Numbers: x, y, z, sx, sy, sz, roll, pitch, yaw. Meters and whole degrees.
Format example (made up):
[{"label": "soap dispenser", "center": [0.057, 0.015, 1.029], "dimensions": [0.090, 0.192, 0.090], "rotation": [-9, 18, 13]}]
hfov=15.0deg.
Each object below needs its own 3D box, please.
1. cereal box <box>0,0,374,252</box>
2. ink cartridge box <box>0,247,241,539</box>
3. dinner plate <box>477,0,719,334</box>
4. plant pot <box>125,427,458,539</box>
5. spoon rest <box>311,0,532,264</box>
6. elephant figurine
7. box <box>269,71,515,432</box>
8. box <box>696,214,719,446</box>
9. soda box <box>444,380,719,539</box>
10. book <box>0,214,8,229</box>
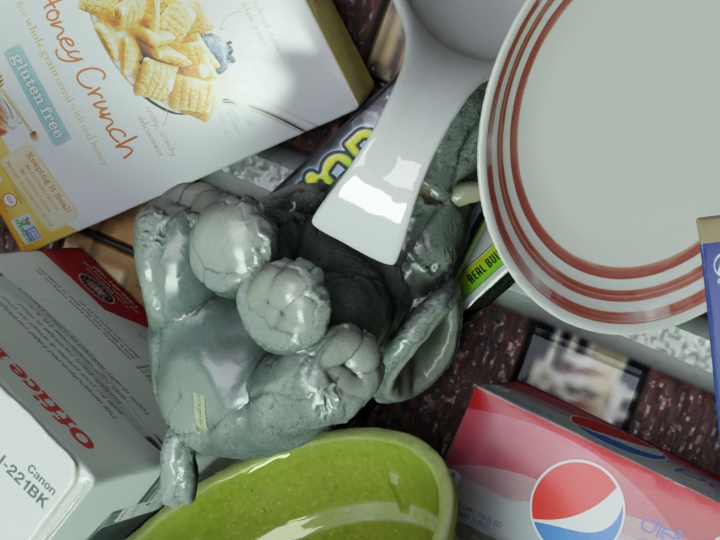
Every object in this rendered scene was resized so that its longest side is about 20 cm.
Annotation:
[{"label": "cereal box", "center": [-0.111, -0.109, 1.324], "dimensions": [0.200, 0.040, 0.144], "rotation": [-23, 104, 23]}, {"label": "ink cartridge box", "center": [-0.154, 0.068, 1.293], "dimensions": [0.144, 0.200, 0.084], "rotation": [43, 105, 14]}, {"label": "dinner plate", "center": [0.130, -0.069, 1.204], "dimensions": [0.024, 0.200, 0.201], "rotation": [29, 104, 52]}, {"label": "plant pot", "center": [-0.009, 0.205, 1.243], "dimensions": [0.200, 0.201, 0.185], "rotation": [-19, 118, 20]}, {"label": "spoon rest", "center": [0.040, -0.095, 1.186], "dimensions": [0.099, 0.200, 0.061], "rotation": [27, 143, -1]}, {"label": "elephant figurine", "center": [0.000, 0.000, 1.244], "dimensions": [0.155, 0.200, 0.142], "rotation": [-10, 104, 43]}, {"label": "box", "center": [0.018, -0.018, 1.313], "dimensions": [0.200, 0.035, 0.110], "rotation": [-43, 77, 17]}, {"label": "box", "center": [0.216, 0.070, 1.179], "dimensions": [0.121, 0.032, 0.201], "rotation": [-7, 84, 17]}, {"label": "soda box", "center": [0.136, 0.120, 1.254], "dimensions": [0.200, 0.070, 0.064], "rotation": [25, 98, 18]}, {"label": "book", "center": [-0.281, -0.077, 1.423], "dimensions": [0.199, 0.048, 0.134], "rotation": [-6, 92, 18]}]
